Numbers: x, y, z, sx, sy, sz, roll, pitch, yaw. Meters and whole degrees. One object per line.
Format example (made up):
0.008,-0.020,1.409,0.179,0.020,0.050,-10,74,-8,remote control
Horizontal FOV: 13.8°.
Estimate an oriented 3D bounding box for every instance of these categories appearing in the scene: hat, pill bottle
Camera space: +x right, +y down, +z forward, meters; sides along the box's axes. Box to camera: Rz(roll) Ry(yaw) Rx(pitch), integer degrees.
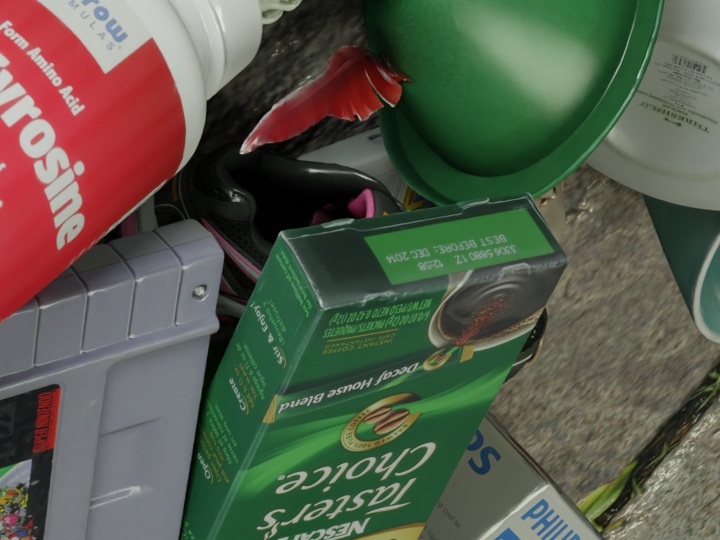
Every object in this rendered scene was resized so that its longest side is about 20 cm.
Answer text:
0.010,-0.123,1.193,0.176,0.200,0.166,22,97,-36,hat
-0.129,-0.055,1.076,0.200,0.112,0.112,-43,157,-34,pill bottle

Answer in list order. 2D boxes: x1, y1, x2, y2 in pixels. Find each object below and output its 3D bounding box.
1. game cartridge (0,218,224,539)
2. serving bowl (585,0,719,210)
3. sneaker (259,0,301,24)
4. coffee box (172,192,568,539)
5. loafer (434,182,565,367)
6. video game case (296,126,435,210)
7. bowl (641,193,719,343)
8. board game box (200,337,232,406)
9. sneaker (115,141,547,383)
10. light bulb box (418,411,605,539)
-0.124,0.079,1.177,0.129,0.038,0.200,-20,137,-33,game cartridge
0.148,-0.094,1.325,0.200,0.200,0.066,98,14,-51,serving bowl
-0.040,-0.128,1.155,0.078,0.099,0.200,-6,136,-44,sneaker
-0.003,0.054,1.222,0.123,0.044,0.200,-9,145,-32,coffee box
0.071,-0.025,1.356,0.072,0.063,0.200,-45,162,-27,loafer
0.007,0.015,1.421,0.182,0.023,0.200,-24,136,-50,video game case
0.222,-0.069,1.551,0.201,0.105,0.201,-29,149,-19,bowl
-0.060,0.135,1.332,0.153,0.040,0.200,-26,122,-26,board game box
0.000,0.000,1.263,0.200,0.080,0.086,15,153,-28,sneaker
0.020,0.168,1.621,0.200,0.125,0.198,-42,151,1,light bulb box
